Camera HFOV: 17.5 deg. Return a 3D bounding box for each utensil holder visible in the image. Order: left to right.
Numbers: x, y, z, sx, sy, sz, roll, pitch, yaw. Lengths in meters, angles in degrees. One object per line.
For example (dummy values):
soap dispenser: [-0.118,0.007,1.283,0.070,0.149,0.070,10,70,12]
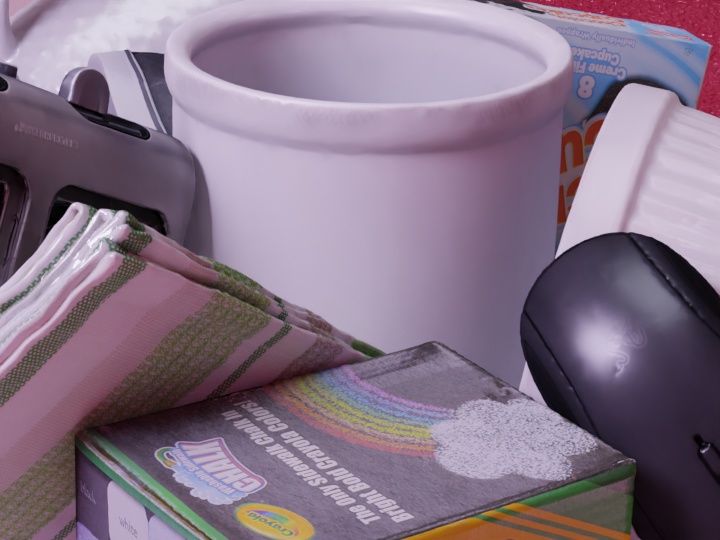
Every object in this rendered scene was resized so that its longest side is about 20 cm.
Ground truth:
utensil holder: [0.000,0.000,0.989,0.168,0.202,0.170,2,21,-1]

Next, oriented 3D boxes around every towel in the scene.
towel: [-0.084,0.054,0.832,0.200,0.149,0.031,28,25,-57]

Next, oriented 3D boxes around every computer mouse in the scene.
computer mouse: [0.153,0.061,0.810,0.140,0.201,0.046,-31,1,4]

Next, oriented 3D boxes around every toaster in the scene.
toaster: [-0.174,0.007,0.876,0.118,0.202,0.180,13,-3,37]

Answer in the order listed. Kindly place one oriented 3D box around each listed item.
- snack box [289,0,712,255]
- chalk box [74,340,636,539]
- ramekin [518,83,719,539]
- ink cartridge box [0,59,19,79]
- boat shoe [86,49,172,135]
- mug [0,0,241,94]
snack box: [0.057,-0.068,1.092,0.198,0.117,0.037,7,17,-19]
chalk box: [-0.022,0.119,0.795,0.199,0.125,0.124,-14,27,-31]
ramekin: [0.130,0.035,0.926,0.104,0.202,0.200,16,24,12]
ink cartridge box: [-0.264,-0.023,1.104,0.199,0.146,0.084,-11,23,-30]
boat shoe: [-0.080,-0.039,1.132,0.067,0.072,0.201,-8,41,-16]
mug: [-0.138,-0.111,1.261,0.175,0.201,0.147,-28,37,-23]
